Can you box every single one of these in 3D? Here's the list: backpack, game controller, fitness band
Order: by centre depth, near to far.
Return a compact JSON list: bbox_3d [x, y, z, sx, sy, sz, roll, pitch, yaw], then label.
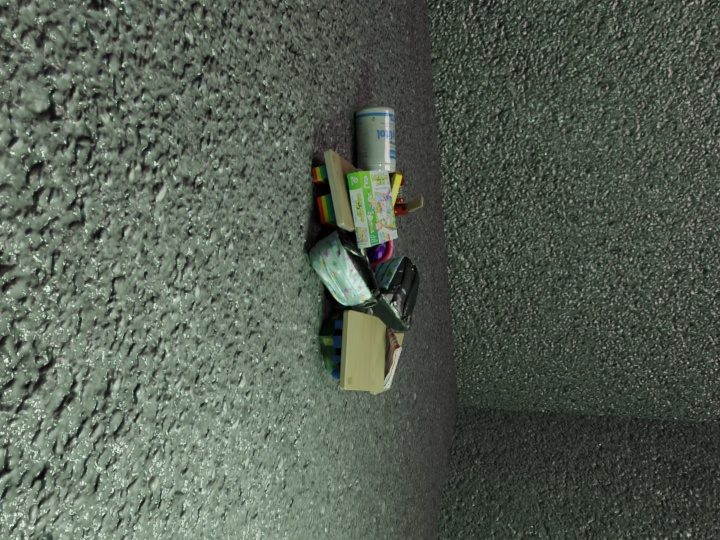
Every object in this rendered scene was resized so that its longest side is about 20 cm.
[{"bbox_3d":[-0.041,-0.002,1.481,0.201,0.126,0.167,55,1,-30],"label":"backpack"},{"bbox_3d":[-0.083,-0.018,1.590,0.104,0.042,0.203,-46,134,-47],"label":"game controller"},{"bbox_3d":[0.097,0.049,1.627,0.164,0.152,0.201,50,56,-30],"label":"backpack"},{"bbox_3d":[0.010,-0.080,1.685,0.198,0.037,0.146,16,87,-32],"label":"fitness band"}]

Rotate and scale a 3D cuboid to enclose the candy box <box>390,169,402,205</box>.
[{"bbox_3d":[0.097,-0.230,1.916,0.102,0.026,0.203,-103,-153,-71],"label":"candy box"}]

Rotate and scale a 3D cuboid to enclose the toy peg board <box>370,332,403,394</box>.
[{"bbox_3d":[0.057,0.299,1.955,0.200,0.096,0.203,17,88,-71],"label":"toy peg board"}]

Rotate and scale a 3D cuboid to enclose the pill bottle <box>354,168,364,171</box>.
[{"bbox_3d":[0.008,-0.233,1.748,0.200,0.112,0.117,12,78,-72],"label":"pill bottle"}]

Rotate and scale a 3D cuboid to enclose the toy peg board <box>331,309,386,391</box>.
[{"bbox_3d":[-0.022,0.222,1.567,0.198,0.096,0.204,19,70,-56],"label":"toy peg board"}]

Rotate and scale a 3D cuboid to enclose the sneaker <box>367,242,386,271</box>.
[{"bbox_3d":[0.055,0.005,1.787,0.100,0.069,0.203,46,-51,48],"label":"sneaker"}]

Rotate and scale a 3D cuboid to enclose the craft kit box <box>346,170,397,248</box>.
[{"bbox_3d":[0.036,-0.174,1.587,0.199,0.048,0.201,-23,103,-63],"label":"craft kit box"}]

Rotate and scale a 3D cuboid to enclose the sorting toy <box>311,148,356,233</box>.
[{"bbox_3d":[-0.060,-0.199,1.556,0.198,0.069,0.204,13,65,-71],"label":"sorting toy"}]

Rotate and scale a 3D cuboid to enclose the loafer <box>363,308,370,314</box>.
[{"bbox_3d":[-0.001,0.159,1.781,0.070,0.069,0.204,-129,-133,-82],"label":"loafer"}]

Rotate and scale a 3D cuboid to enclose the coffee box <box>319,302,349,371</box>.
[{"bbox_3d":[-0.060,0.178,1.634,0.201,0.043,0.125,-65,150,-55],"label":"coffee box"}]

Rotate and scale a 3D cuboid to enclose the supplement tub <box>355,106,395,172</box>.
[{"bbox_3d":[0.049,-0.418,1.860,0.132,0.130,0.204,-15,103,-72],"label":"supplement tub"}]

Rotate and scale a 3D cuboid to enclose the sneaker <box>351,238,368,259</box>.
[{"bbox_3d":[0.000,0.000,1.646,0.080,0.073,0.203,-32,127,-45],"label":"sneaker"}]

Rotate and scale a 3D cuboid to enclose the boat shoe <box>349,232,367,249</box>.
[{"bbox_3d":[-0.006,-0.102,1.793,0.201,0.075,0.074,-69,-177,-46],"label":"boat shoe"}]

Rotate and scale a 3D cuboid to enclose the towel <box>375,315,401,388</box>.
[{"bbox_3d":[0.062,0.227,1.680,0.201,0.029,0.148,-118,-142,-56],"label":"towel"}]

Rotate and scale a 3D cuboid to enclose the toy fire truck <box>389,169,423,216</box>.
[{"bbox_3d":[0.130,-0.267,2.003,0.129,0.196,0.179,-26,114,-71],"label":"toy fire truck"}]
